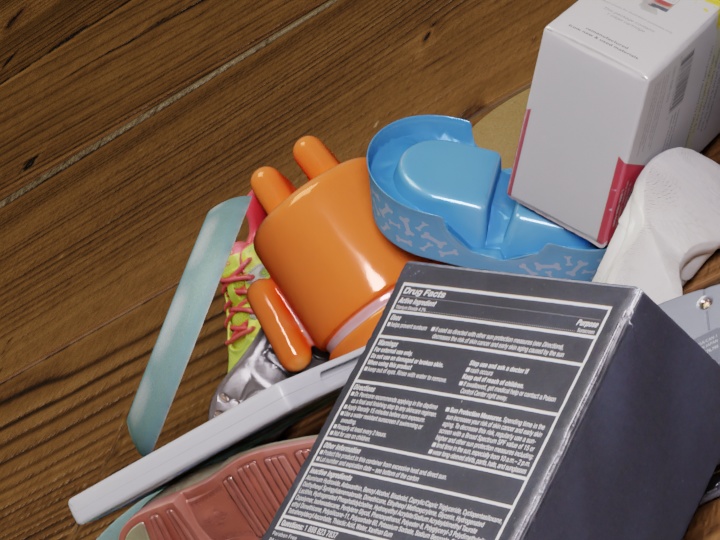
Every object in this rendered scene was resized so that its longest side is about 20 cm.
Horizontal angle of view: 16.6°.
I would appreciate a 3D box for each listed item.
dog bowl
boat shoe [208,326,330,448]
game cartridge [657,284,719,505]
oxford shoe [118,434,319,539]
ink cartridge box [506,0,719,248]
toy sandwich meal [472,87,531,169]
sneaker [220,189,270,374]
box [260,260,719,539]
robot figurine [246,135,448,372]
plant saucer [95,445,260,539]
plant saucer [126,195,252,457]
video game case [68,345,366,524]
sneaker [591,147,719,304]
[{"bbox_3d":[0.099,-0.044,1.714,0.112,0.199,0.050,-72,-7,-49],"label":"dog bowl"},{"bbox_3d":[-0.043,0.053,1.868,0.200,0.076,0.072,-47,-5,-4],"label":"boat shoe"},{"bbox_3d":[0.167,0.087,1.452,0.199,0.040,0.134,-28,44,27],"label":"game cartridge"},{"bbox_3d":[-0.067,0.142,1.636,0.199,0.071,0.074,-18,17,22],"label":"oxford shoe"},{"bbox_3d":[0.194,-0.132,1.688,0.083,0.146,0.200,28,42,21],"label":"ink cartridge box"},{"bbox_3d":[0.149,-0.081,1.854,0.204,0.070,0.205,-23,24,11],"label":"toy sandwich meal"},{"bbox_3d":[-0.084,0.020,1.963,0.078,0.090,0.201,-29,38,48],"label":"sneaker"},{"bbox_3d":[0.080,0.114,1.386,0.199,0.123,0.199,7,64,51],"label":"box"},{"bbox_3d":[0.001,-0.001,1.781,0.143,0.201,0.117,-26,-13,-34],"label":"robot figurine"},{"bbox_3d":[-0.104,0.190,1.726,0.200,0.039,0.201,-24,19,9],"label":"plant saucer"},{"bbox_3d":[-0.124,0.036,1.742,0.200,0.027,0.201,-158,90,-87],"label":"plant saucer"},{"bbox_3d":[-0.076,0.105,1.676,0.199,0.022,0.182,-30,-5,32],"label":"video game case"},{"bbox_3d":[0.184,-0.002,1.628,0.089,0.075,0.200,-51,3,46],"label":"sneaker"}]
